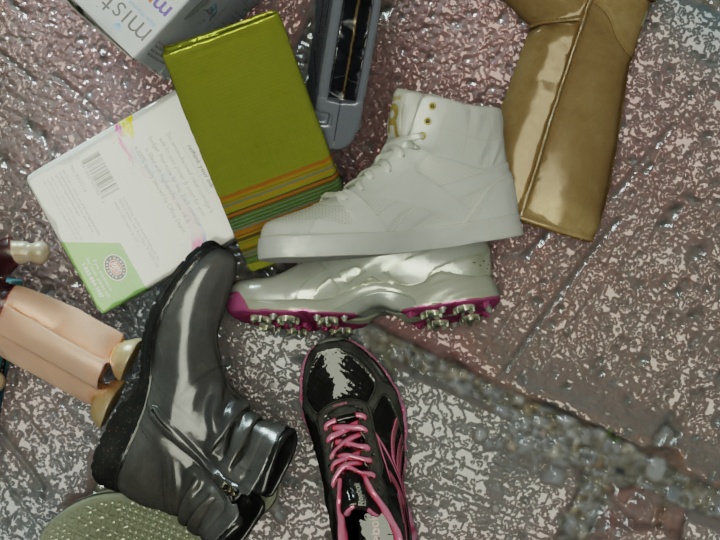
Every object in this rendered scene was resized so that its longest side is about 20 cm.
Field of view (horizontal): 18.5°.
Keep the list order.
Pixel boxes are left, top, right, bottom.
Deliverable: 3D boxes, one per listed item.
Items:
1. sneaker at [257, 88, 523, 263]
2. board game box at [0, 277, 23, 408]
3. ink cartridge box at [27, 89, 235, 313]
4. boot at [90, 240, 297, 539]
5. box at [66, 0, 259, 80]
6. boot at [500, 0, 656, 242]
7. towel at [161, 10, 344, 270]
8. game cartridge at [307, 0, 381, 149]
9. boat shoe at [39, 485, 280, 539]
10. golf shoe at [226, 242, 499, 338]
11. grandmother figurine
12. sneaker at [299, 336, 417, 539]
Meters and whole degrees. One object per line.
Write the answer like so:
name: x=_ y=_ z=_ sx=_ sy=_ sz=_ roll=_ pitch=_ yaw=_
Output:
sneaker: x=0.014 y=-0.067 z=1.548 sx=0.199 sy=0.074 sz=0.116 roll=-8 pitch=92 yaw=-25
board game box: x=-0.344 y=0.092 z=1.650 sx=0.150 sy=0.047 sz=0.201 roll=10 pitch=91 yaw=3
ink cartridge box: x=-0.128 y=-0.068 z=1.625 sx=0.200 sy=0.067 sz=0.117 roll=-29 pitch=90 yaw=4
boot: x=-0.096 y=0.091 z=1.566 sx=0.131 sy=0.070 sz=0.201 roll=24 pitch=98 yaw=25
box: x=-0.114 y=-0.229 z=1.557 sx=0.097 sy=0.200 sz=0.177 roll=44 pitch=94 yaw=3
boot: x=0.116 y=-0.140 z=1.612 sx=0.175 sy=0.066 sz=0.201 roll=17 pitch=93 yaw=3
towel: x=-0.068 y=-0.088 z=1.537 sx=0.086 sy=0.018 sz=0.200 roll=-20 pitch=130 yaw=0
game cartridge: x=-0.007 y=-0.203 z=1.561 sx=0.041 sy=0.133 sz=0.201 roll=4 pitch=122 yaw=-10
boat shoe: x=-0.144 y=0.180 z=1.634 sx=0.199 sy=0.062 sz=0.075 roll=-24 pitch=92 yaw=15
golf shoe: x=0.000 y=0.000 z=1.624 sx=0.199 sy=0.075 sz=0.092 roll=-4 pitch=78 yaw=-2
grandmother figurine: x=-0.257 y=0.030 z=1.590 sx=0.199 sy=0.061 sz=0.122 roll=25 pitch=98 yaw=2
sneaker: x=0.000 y=0.146 z=1.607 sx=0.079 sy=0.095 sz=0.201 roll=-13 pitch=88 yaw=5
